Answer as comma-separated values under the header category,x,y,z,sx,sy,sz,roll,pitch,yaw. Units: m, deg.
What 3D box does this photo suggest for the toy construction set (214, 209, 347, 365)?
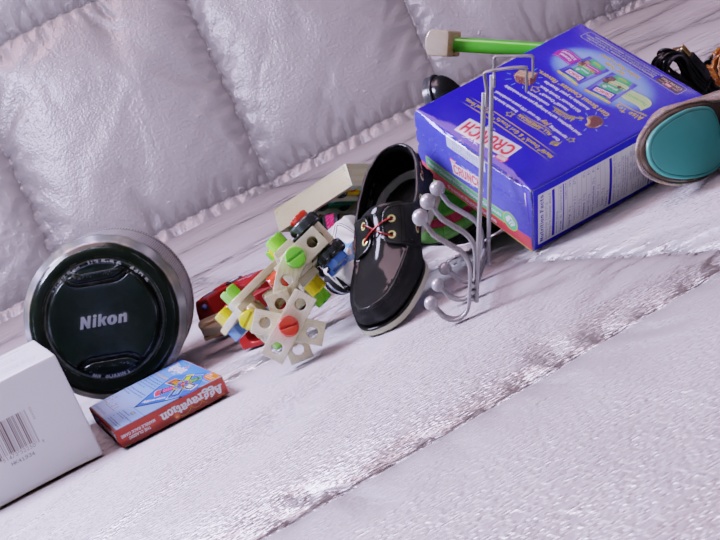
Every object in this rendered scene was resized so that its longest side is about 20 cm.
category,x,y,z,sx,sy,sz,roll,pitch,yaw
toy construction set,-0.069,0.018,1.405,0.131,0.092,0.200,-44,11,-5

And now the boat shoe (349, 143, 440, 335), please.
category,x,y,z,sx,sy,sz,roll,pitch,yaw
boat shoe,0.022,-0.028,1.366,0.073,0.063,0.202,-15,38,27

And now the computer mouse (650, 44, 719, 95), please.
category,x,y,z,sx,sy,sz,roll,pitch,yaw
computer mouse,0.256,-0.133,1.531,0.199,0.110,0.044,-33,41,22

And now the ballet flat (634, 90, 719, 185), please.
category,x,y,z,sx,sy,sz,roll,pitch,yaw
ballet flat,0.287,-0.116,1.334,0.199,0.069,0.067,-18,13,-33

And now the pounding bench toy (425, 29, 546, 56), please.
category,x,y,z,sx,sy,sz,roll,pitch,yaw
pounding bench toy,0.173,-0.189,1.670,0.155,0.201,0.124,-22,8,22

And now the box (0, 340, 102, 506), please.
category,x,y,z,sx,sy,sz,roll,pitch,yaw
box,-0.316,0.137,1.411,0.124,0.098,0.200,-27,9,-14

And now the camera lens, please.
category,x,y,z,sx,sy,sz,roll,pitch,yaw
camera lens,-0.250,0.039,1.606,0.159,0.161,0.200,-25,6,-1

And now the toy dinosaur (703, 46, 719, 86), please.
category,x,y,z,sx,sy,sz,roll,pitch,yaw
toy dinosaur,0.445,-0.238,1.668,0.199,0.103,0.136,4,40,37

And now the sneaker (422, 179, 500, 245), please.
category,x,y,z,sx,sy,sz,roll,pitch,yaw
sneaker,0.128,-0.074,1.503,0.198,0.077,0.084,-15,-10,-11

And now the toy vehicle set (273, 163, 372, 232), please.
category,x,y,z,sx,sy,sz,roll,pitch,yaw
toy vehicle set,0.014,-0.082,1.789,0.199,0.027,0.124,-4,-20,-46

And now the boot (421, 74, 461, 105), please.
category,x,y,z,sx,sy,sz,roll,pitch,yaw
boot,0.191,-0.185,1.772,0.199,0.165,0.066,-20,35,30

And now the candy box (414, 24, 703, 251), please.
category,x,y,z,sx,sy,sz,roll,pitch,yaw
candy box,0.176,-0.122,1.413,0.199,0.077,0.169,-27,43,-22

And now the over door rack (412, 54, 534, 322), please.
category,x,y,z,sx,sy,sz,roll,pitch,yaw
over door rack,0.085,-0.075,1.252,0.066,0.202,0.148,13,14,5

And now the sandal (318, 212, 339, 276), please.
category,x,y,z,sx,sy,sz,roll,pitch,yaw
sandal,-0.034,-0.028,1.715,0.076,0.045,0.200,-67,12,-10

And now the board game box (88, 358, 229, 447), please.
category,x,y,z,sx,sy,sz,roll,pitch,yaw
board game box,-0.185,0.117,1.425,0.102,0.020,0.200,-28,8,-13

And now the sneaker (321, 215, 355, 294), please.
category,x,y,z,sx,sy,sz,roll,pitch,yaw
sneaker,0.000,0.000,1.506,0.073,0.072,0.200,-59,13,6

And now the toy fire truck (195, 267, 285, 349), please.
category,x,y,z,sx,sy,sz,roll,pitch,yaw
toy fire truck,-0.117,0.040,1.613,0.199,0.049,0.141,-17,12,46
